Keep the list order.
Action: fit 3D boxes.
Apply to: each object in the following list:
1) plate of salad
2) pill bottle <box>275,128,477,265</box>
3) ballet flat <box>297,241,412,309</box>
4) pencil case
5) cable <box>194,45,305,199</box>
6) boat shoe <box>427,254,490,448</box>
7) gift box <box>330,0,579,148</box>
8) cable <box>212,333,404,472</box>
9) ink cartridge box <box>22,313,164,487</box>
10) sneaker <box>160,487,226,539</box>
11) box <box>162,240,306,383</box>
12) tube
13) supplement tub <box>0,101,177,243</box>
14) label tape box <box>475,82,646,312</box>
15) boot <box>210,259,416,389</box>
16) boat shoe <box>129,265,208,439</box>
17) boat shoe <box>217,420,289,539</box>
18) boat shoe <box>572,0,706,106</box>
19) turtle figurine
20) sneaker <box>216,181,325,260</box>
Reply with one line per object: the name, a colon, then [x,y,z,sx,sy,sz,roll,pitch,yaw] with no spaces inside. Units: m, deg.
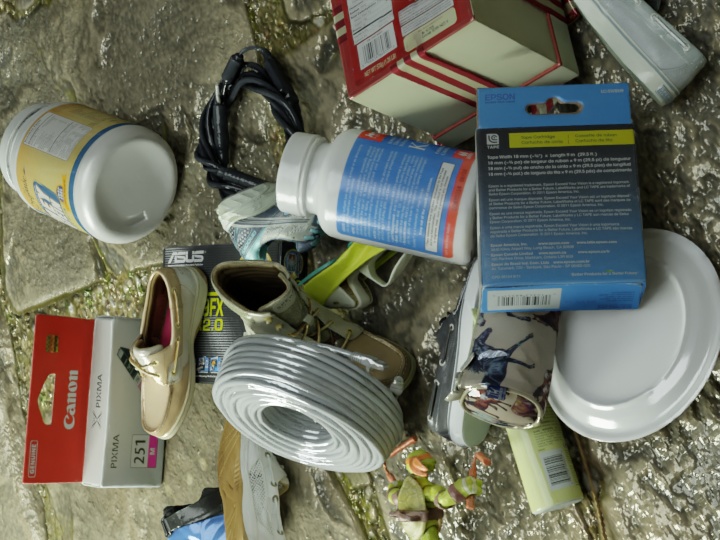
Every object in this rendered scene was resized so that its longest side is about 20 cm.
plate of salad: [0.247,0.059,1.380,0.200,0.048,0.201,-22,57,39]
pill bottle: [0.023,-0.078,1.502,0.199,0.112,0.113,13,94,13]
ballet flat: [0.000,0.000,1.608,0.200,0.067,0.067,-43,75,28]
pencil case: [0.140,0.041,1.408,0.078,0.089,0.200,-37,36,59]
cable: [-0.126,-0.147,1.744,0.163,0.051,0.200,-44,59,29]
boat shoe: [0.104,0.072,1.506,0.066,0.070,0.201,14,101,40]
gift box: [0.090,-0.223,1.467,0.184,0.187,0.201,-23,64,37]
cable: [-0.052,0.139,1.550,0.199,0.200,0.069,16,62,15]
ink cartridge box: [-0.304,0.152,1.783,0.043,0.173,0.201,0,85,42]
sneaker: [-0.198,0.326,1.729,0.200,0.077,0.111,-45,63,23]
box: [-0.150,0.050,1.744,0.200,0.044,0.161,-1,84,42]
tube: [0.158,0.129,1.448,0.052,0.058,0.200,-16,76,0]
supplement tub: [-0.335,-0.124,1.865,0.200,0.144,0.145,22,99,41]
label tape box: [0.177,-0.065,1.376,0.144,0.063,0.201,-1,65,4]
boot: [-0.049,0.058,1.559,0.200,0.155,0.072,19,70,24]
boat shoe: [-0.229,0.091,1.734,0.074,0.069,0.201,8,90,42]
boat shoe: [-0.113,0.234,1.678,0.071,0.069,0.200,122,150,-44]
boat shoe: [0.250,-0.239,1.417,0.071,0.070,0.201,-38,58,10]
turtle figurine: [0.067,0.243,1.490,0.200,0.064,0.162,-13,82,59]
sneaker: [-0.051,-0.068,1.643,0.200,0.078,0.087,-23,86,16]
